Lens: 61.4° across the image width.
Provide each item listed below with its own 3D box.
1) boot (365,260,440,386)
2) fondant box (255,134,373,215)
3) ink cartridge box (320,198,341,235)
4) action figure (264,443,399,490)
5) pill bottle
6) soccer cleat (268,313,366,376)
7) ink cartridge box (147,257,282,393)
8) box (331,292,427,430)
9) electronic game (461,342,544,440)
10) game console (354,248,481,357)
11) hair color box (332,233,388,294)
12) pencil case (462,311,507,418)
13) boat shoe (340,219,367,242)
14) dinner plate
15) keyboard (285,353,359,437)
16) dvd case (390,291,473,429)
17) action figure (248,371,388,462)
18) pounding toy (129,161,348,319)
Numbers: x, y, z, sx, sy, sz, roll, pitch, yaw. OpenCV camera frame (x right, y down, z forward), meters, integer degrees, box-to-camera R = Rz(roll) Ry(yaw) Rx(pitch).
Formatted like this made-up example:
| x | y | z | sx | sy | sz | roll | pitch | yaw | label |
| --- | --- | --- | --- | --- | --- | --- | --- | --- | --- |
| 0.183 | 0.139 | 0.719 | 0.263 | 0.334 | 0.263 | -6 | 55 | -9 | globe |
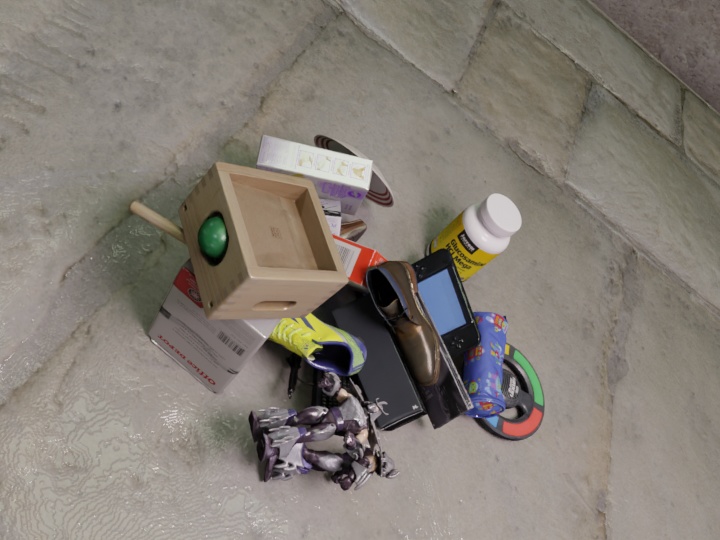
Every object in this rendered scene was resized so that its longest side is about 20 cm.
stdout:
| x | y | z | sx | sy | sz | roll | pitch | yaw | label |
| --- | --- | --- | --- | --- | --- | --- | --- | --- | --- |
| 0.059 | 0.081 | 0.924 | 0.096 | 0.074 | 0.203 | 6 | 63 | -57 | boot |
| -0.088 | -0.167 | 1.090 | 0.196 | 0.144 | 0.059 | 11 | 75 | -8 | fondant box |
| -0.132 | -0.099 | 1.054 | 0.196 | 0.045 | 0.094 | 6 | 23 | -5 | ink cartridge box |
| -0.038 | 0.284 | 0.889 | 0.196 | 0.130 | 0.071 | 10 | 68 | -8 | action figure |
| 0.228 | -0.063 | 1.223 | 0.111 | 0.200 | 0.114 | 15 | 55 | -23 | pill bottle |
| -0.085 | 0.101 | 0.910 | 0.197 | 0.066 | 0.084 | 20 | 18 | 10 | soccer cleat |
| -0.205 | 0.069 | 0.872 | 0.146 | 0.200 | 0.083 | 40 | 46 | -4 | ink cartridge box |
| 0.034 | 0.155 | 1.002 | 0.078 | 0.141 | 0.202 | -24 | 72 | 0 | box |
| 0.280 | 0.229 | 1.183 | 0.197 | 0.042 | 0.203 | 16 | 55 | -24 | electronic game |
| 0.102 | 0.070 | 1.125 | 0.118 | 0.169 | 0.203 | 18 | 50 | -55 | game console |
| 0.000 | 0.000 | 1.031 | 0.110 | 0.200 | 0.065 | 22 | 83 | 23 | hair color box |
| 0.231 | 0.173 | 1.123 | 0.087 | 0.077 | 0.202 | 39 | 46 | -32 | pencil case |
| -0.069 | -0.065 | 1.123 | 0.198 | 0.076 | 0.072 | -24 | 74 | -41 | boat shoe |
| -0.008 | -0.196 | 1.170 | 0.199 | 0.200 | 0.024 | 39 | 81 | -6 | dinner plate |
| -0.060 | 0.179 | 0.954 | 0.125 | 0.021 | 0.201 | 15 | 26 | -10 | keyboard |
| 0.109 | 0.152 | 1.006 | 0.016 | 0.149 | 0.202 | -16 | 70 | -22 | dvd case |
| -0.048 | 0.207 | 0.830 | 0.197 | 0.070 | 0.131 | -8 | 38 | -25 | action figure |
| -0.154 | -0.035 | 0.765 | 0.198 | 0.142 | 0.186 | 3 | 58 | -46 | pounding toy |
